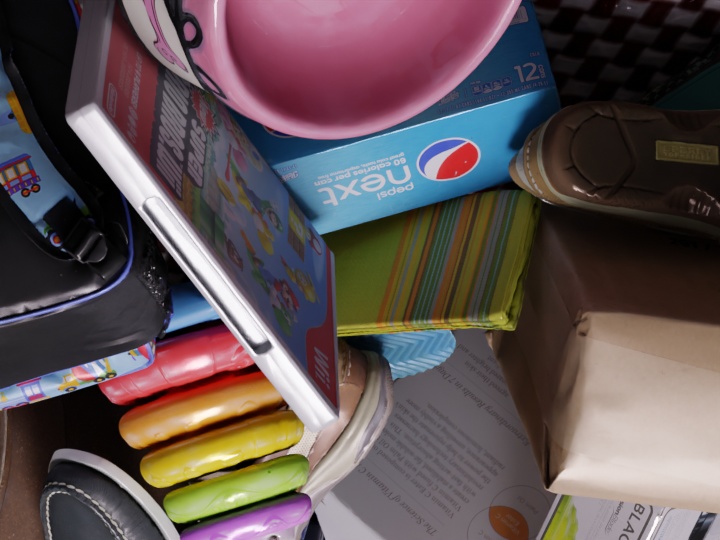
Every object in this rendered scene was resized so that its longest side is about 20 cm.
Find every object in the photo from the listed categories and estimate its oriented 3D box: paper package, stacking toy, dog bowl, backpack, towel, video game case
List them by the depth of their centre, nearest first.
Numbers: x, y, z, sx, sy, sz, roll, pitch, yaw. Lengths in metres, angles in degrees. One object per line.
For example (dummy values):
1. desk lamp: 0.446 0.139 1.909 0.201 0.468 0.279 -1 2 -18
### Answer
1. dog bowl: -0.007 -0.146 0.958 0.199 0.074 0.201 -20 136 -20
2. video game case: -0.069 -0.036 1.006 0.017 0.143 0.200 -27 120 15
3. backpack: -0.190 -0.045 1.013 0.181 0.201 0.135 -18 159 5
4. stacking toy: -0.063 0.106 1.086 0.115 0.201 0.110 -20 175 22
5. paper package: 0.181 0.045 1.109 0.199 0.191 0.104 8 110 -8
6. towel: 0.000 0.000 1.143 0.199 0.086 0.018 -5 141 30

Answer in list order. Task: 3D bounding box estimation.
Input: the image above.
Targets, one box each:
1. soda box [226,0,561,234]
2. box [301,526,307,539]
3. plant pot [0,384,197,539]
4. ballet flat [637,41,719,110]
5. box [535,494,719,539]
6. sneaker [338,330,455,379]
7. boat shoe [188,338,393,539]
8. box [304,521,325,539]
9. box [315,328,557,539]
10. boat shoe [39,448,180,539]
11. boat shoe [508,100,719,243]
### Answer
1. soda box: 0.005 -0.072 1.124 0.199 0.064 0.068 -15 144 6
2. box: -0.068 0.164 1.315 0.032 0.201 0.121 32 136 -14
3. plant pot: -0.187 0.127 1.242 0.198 0.201 0.200 17 136 -43
4. ballet flat: 0.227 -0.107 1.147 0.199 0.075 0.074 -30 140 26
5. box: 0.177 0.143 1.190 0.199 0.060 0.117 -8 127 -49
6. sneaker: -0.039 0.024 1.232 0.199 0.081 0.077 -10 147 19
7. boat shoe: -0.061 0.116 1.186 0.072 0.076 0.201 29 103 -22
8. box: -0.090 0.263 1.458 0.199 0.118 0.197 -3 147 21
9. box: 0.092 0.119 1.259 0.200 0.152 0.107 -41 148 -17
10. boat shoe: -0.127 0.179 1.135 0.075 0.060 0.201 7 135 32
11. boat shoe: 0.171 -0.048 1.112 0.199 0.072 0.076 13 167 -22
